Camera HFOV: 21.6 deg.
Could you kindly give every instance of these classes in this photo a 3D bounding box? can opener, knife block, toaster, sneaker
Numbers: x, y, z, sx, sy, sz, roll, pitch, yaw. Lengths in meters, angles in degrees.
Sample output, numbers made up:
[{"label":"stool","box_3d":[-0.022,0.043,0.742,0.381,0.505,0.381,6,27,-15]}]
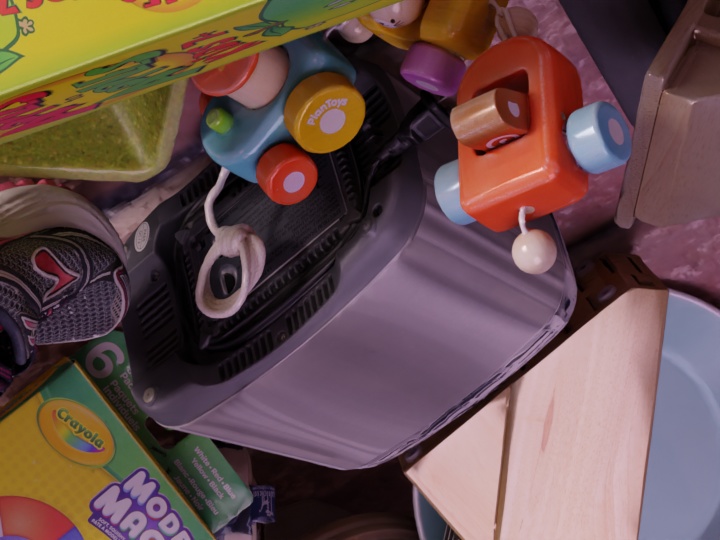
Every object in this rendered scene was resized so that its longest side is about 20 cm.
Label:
[{"label":"can opener","box_3d":[0.100,-0.122,0.717,0.066,0.053,0.200,5,151,28]},{"label":"knife block","box_3d":[0.106,0.116,0.906,0.200,0.064,0.176,-40,106,6]},{"label":"toaster","box_3d":[0.000,0.000,0.799,0.200,0.114,0.129,-40,137,25]},{"label":"sneaker","box_3d":[-0.142,0.014,0.701,0.081,0.075,0.200,-39,166,14]}]

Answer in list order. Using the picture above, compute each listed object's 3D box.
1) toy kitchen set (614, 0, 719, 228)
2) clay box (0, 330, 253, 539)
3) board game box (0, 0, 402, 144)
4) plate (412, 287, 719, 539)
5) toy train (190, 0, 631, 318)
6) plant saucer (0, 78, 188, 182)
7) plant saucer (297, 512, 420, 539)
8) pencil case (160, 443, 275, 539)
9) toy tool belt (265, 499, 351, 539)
[{"label":"toy kitchen set","box_3d":[0.207,-0.068,0.674,0.180,0.163,0.200,22,138,15]},{"label":"clay box","box_3d":[-0.154,0.129,0.858,0.200,0.048,0.115,-39,99,-9]},{"label":"board game box","box_3d":[-0.063,-0.091,0.608,0.200,0.048,0.102,-19,180,7]},{"label":"plate","box_3d":[0.123,0.101,0.954,0.200,0.026,0.201,-2,103,-8]},{"label":"toy train","box_3d":[-0.001,-0.059,0.681,0.200,0.151,0.056,-17,148,37]},{"label":"plant saucer","box_3d":[-0.153,-0.120,0.664,0.200,0.048,0.200,2,138,-17]},{"label":"plant saucer","box_3d":[-0.007,0.220,0.952,0.200,0.029,0.201,-17,117,-38]},{"label":"pencil case","box_3d":[-0.144,0.128,0.924,0.200,0.090,0.078,0,124,-14]},{"label":"toy tool belt","box_3d":[-0.065,0.219,1.020,0.200,0.125,0.123,-24,146,-14]}]
